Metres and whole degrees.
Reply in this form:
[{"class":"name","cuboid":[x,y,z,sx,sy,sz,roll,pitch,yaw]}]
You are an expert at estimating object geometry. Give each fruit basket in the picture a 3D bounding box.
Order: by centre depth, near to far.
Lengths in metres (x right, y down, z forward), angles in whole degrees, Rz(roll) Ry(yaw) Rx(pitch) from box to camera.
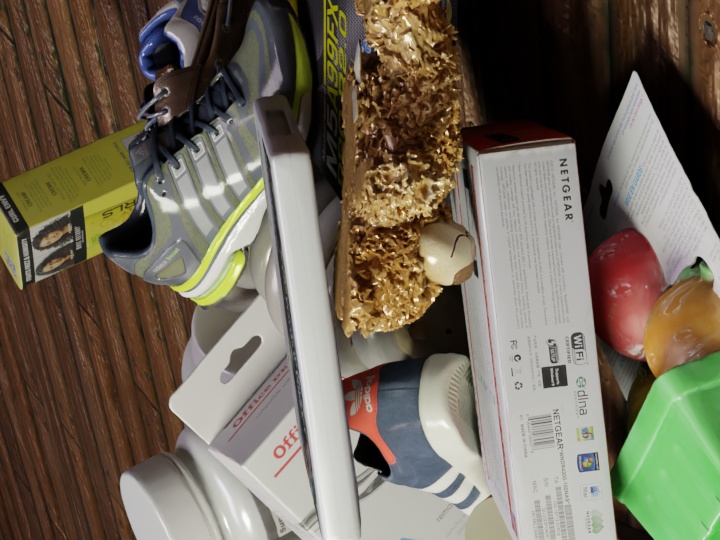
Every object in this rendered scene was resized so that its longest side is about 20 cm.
[{"class":"fruit basket","cuboid":[0.160,0.032,1.101,0.186,0.093,0.201,102,154,-59]}]

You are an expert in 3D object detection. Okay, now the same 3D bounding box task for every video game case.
[{"class":"video game case","cuboid":[-0.029,0.020,1.188,0.182,0.023,0.202,-112,14,-76]}]

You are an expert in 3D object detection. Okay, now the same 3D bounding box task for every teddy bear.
[{"class":"teddy bear","cuboid":[0.026,-0.068,1.075,0.145,0.066,0.202,164,108,-83]}]

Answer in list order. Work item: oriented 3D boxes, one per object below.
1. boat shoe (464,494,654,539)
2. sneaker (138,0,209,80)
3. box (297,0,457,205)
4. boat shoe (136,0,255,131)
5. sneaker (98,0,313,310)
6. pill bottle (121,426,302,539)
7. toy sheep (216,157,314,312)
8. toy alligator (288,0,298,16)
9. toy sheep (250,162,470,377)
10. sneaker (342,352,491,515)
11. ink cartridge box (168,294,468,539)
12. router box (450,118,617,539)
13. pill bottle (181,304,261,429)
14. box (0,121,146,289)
[{"class":"boat shoe","cuboid":[0.150,0.178,1.239,0.199,0.072,0.063,26,-179,14]},{"class":"sneaker","cuboid":[-0.120,-0.161,1.553,0.076,0.088,0.200,63,162,-2]},{"class":"box","cuboid":[0.006,-0.134,1.211,0.160,0.044,0.202,-123,30,-58]},{"class":"boat shoe","cuboid":[-0.100,-0.099,1.412,0.072,0.201,0.072,26,164,-15]},{"class":"sneaker","cuboid":[-0.086,-0.068,1.296,0.201,0.080,0.074,-66,30,25]},{"class":"pill bottle","cuboid":[-0.056,0.139,1.559,0.114,0.199,0.114,52,157,32]},{"class":"toy sheep","cuboid":[-0.077,-0.035,1.526,0.139,0.137,0.200,64,161,0]},{"class":"toy alligator","cuboid":[-0.015,-0.170,1.327,0.054,0.059,0.201,-57,-50,-64]},{"class":"toy sheep","cuboid":[0.000,0.000,1.356,0.199,0.138,0.139,27,142,33]},{"class":"sneaker","cuboid":[0.046,0.103,1.317,0.200,0.084,0.076,54,-143,-53]},{"class":"ink cartridge box","cuboid":[-0.014,0.114,1.466,0.200,0.116,0.067,45,169,-23]},{"class":"router box","cuboid":[0.084,0.028,1.156,0.180,0.048,0.202,-111,13,-82]},{"class":"pill bottle","cuboid":[-0.079,0.097,1.721,0.114,0.113,0.201,53,158,29]},{"class":"box","cuboid":[-0.166,-0.061,1.622,0.050,0.199,0.076,54,157,26]}]
